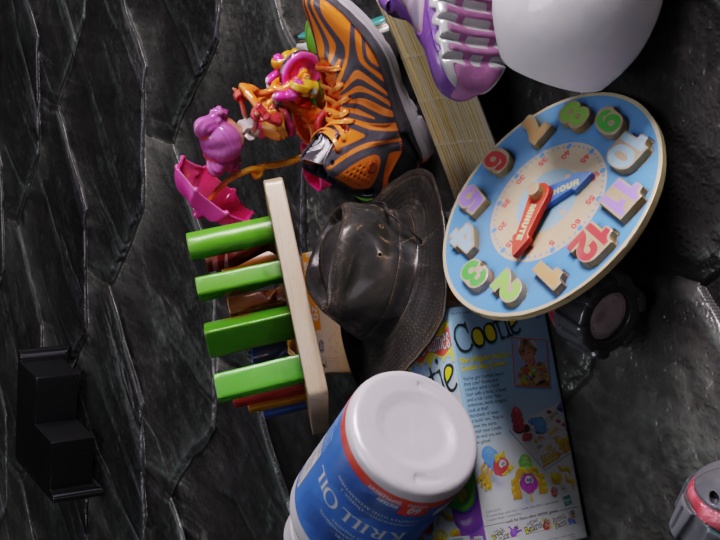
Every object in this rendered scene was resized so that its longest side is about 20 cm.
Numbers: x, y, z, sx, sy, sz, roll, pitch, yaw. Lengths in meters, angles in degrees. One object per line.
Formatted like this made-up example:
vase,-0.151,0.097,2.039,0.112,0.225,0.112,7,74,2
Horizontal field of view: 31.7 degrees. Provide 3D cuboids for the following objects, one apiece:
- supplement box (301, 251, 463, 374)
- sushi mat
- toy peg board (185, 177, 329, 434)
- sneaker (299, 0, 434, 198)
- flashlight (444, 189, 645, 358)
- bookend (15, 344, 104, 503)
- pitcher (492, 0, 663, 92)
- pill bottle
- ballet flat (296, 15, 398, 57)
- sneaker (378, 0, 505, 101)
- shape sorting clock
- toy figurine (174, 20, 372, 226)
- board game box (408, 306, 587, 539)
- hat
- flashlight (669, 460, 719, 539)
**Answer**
supplement box,0.022,0.033,1.225,0.199,0.073,0.128,-11,85,59
sushi mat,0.075,-0.149,1.101,0.095,0.012,0.202,0,115,61
toy peg board,-0.096,0.048,1.190,0.199,0.096,0.203,95,163,-74
sneaker,-0.017,-0.149,1.146,0.201,0.112,0.077,57,164,-24
flashlight,0.139,0.001,1.018,0.068,0.068,0.200,-54,37,-2
bookend,-0.503,0.253,2.127,0.198,0.091,0.203,24,113,54
pitcher,0.145,-0.246,0.911,0.170,0.121,0.202,25,116,22
pill bottle,0.007,0.180,1.034,0.113,0.111,0.201,66,146,29
ballet flat,-0.001,-0.215,1.254,0.199,0.069,0.070,11,103,63
sneaker,0.054,-0.217,0.997,0.088,0.080,0.203,-29,63,41
shape sorting clock,0.141,-0.052,0.959,0.199,0.039,0.202,-26,45,29
toy figurine,-0.096,-0.124,1.237,0.150,0.183,0.202,45,153,47
board game box,0.104,0.135,1.073,0.103,0.104,0.203,-23,74,58
hat,0.000,0.000,1.083,0.200,0.080,0.203,-40,42,48
flashlight,0.268,0.106,0.827,0.068,0.067,0.202,48,135,39
